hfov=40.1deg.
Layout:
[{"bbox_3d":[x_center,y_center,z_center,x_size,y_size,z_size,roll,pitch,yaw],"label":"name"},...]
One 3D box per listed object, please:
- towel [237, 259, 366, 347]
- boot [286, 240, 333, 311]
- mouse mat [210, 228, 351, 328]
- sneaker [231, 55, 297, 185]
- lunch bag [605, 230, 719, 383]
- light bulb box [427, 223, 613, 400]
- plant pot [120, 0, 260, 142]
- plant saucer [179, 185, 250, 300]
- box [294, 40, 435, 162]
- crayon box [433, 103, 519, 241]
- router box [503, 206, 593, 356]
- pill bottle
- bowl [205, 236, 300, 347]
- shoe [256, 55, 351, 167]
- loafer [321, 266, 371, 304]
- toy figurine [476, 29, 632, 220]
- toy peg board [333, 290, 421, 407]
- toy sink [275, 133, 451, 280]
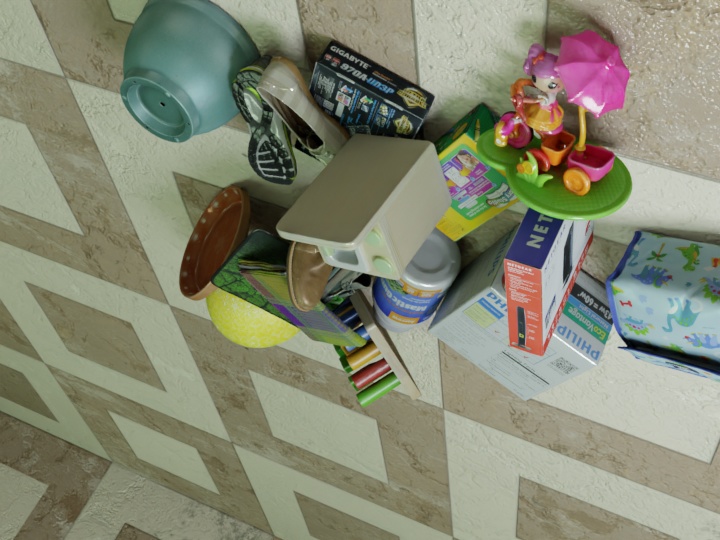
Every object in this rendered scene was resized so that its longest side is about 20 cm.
[{"bbox_3d":[-0.091,0.051,1.513,0.143,0.023,0.200,5,147,50],"label":"towel"},{"bbox_3d":[-0.049,-0.038,1.401,0.075,0.203,0.073,13,177,44],"label":"boot"},{"bbox_3d":[-0.118,0.019,1.547,0.198,0.008,0.161,27,134,-23],"label":"mouse mat"},{"bbox_3d":[-0.119,-0.208,1.384,0.073,0.081,0.202,10,134,19],"label":"sneaker"},{"bbox_3d":[0.422,0.066,1.273,0.168,0.128,0.201,16,145,37],"label":"lunch bag"},{"bbox_3d":[0.239,0.067,1.454,0.197,0.126,0.200,35,149,-7],"label":"light bulb box"},{"bbox_3d":[-0.252,-0.267,1.379,0.198,0.135,0.201,21,149,14],"label":"plant pot"},{"bbox_3d":[-0.238,-0.043,1.643,0.032,0.203,0.199,26,155,-29],"label":"plant saucer"},{"bbox_3d":[0.000,-0.199,1.345,0.157,0.046,0.201,29,150,3],"label":"box"},{"bbox_3d":[0.142,-0.125,1.318,0.118,0.059,0.200,37,149,-12],"label":"crayon box"},{"bbox_3d":[0.240,-0.026,1.237,0.048,0.201,0.181,17,148,22],"label":"router box"},{"bbox_3d":[0.078,0.020,1.539,0.111,0.113,0.201,28,149,3],"label":"pill bottle"},{"bbox_3d":[-0.172,0.016,1.653,0.198,0.202,0.108,21,158,15],"label":"bowl"},{"bbox_3d":[-0.071,-0.192,1.318,0.069,0.054,0.201,-2,136,44],"label":"shoe"},{"bbox_3d":[0.000,0.000,1.448,0.063,0.072,0.200,48,129,4],"label":"loafer"},{"bbox_3d":[0.226,-0.186,1.111,0.199,0.150,0.186,31,141,28],"label":"toy figurine"},{"bbox_3d":[-0.008,0.116,1.661,0.200,0.097,0.201,57,-178,-41],"label":"toy peg board"},{"bbox_3d":[0.008,-0.067,1.270,0.129,0.201,0.113,11,139,36],"label":"toy sink"}]
